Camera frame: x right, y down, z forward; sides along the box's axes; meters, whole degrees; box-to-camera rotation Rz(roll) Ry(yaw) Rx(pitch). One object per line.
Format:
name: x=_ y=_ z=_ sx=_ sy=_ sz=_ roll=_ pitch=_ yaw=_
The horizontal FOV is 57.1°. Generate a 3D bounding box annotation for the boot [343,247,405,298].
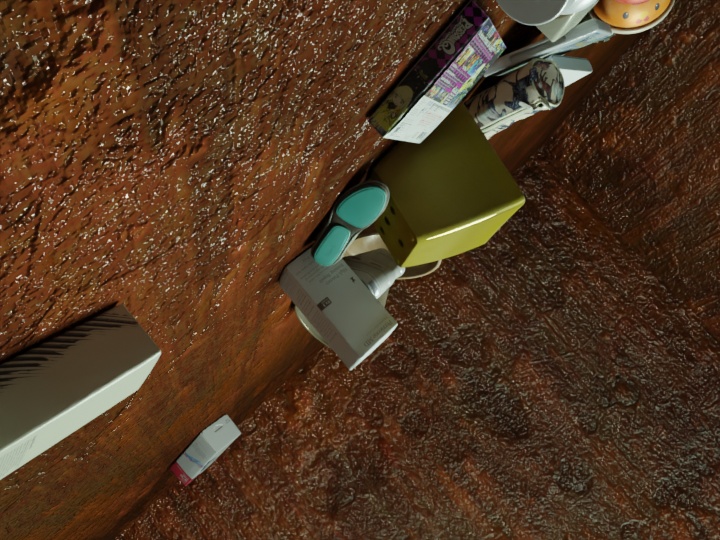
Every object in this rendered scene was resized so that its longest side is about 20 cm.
boot: x=0.000 y=0.000 z=1.234 sx=0.095 sy=0.075 sz=0.199 roll=-34 pitch=-151 yaw=-25

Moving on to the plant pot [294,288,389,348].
plant pot: x=-0.019 y=0.062 z=1.461 sx=0.175 sy=0.198 sz=0.200 roll=-57 pitch=-179 yaw=-30

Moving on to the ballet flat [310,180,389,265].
ballet flat: x=-0.019 y=-0.086 z=1.050 sx=0.200 sy=0.067 sz=0.064 roll=-48 pitch=-161 yaw=39

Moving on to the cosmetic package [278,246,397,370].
cosmetic package: x=-0.040 y=0.057 z=1.138 sx=0.101 sy=0.200 sz=0.074 roll=-38 pitch=171 yaw=-29

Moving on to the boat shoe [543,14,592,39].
boat shoe: x=0.407 y=-0.450 z=1.202 sx=0.200 sy=0.074 sz=0.062 roll=-47 pitch=145 yaw=-10

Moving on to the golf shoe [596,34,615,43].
golf shoe: x=0.526 y=-0.556 z=1.384 sx=0.200 sy=0.077 sz=0.089 roll=-44 pitch=154 yaw=-20

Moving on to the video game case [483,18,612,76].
video game case: x=0.306 y=-0.359 z=1.075 sx=0.180 sy=0.022 sz=0.199 roll=-15 pitch=-171 yaw=30

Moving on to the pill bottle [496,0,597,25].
pill bottle: x=0.224 y=-0.333 z=0.672 sx=0.199 sy=0.116 sz=0.116 roll=-39 pitch=172 yaw=-29

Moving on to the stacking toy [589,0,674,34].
stacking toy: x=0.439 y=-0.496 z=1.062 sx=0.146 sy=0.146 sz=0.200 roll=-43 pitch=155 yaw=1

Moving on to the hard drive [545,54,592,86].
hard drive: x=0.288 y=-0.315 z=1.164 sx=0.130 sy=0.027 sz=0.198 roll=-13 pitch=173 yaw=-43

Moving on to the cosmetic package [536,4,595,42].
cosmetic package: x=0.306 y=-0.411 z=0.867 sx=0.105 sy=0.071 sz=0.200 roll=-40 pitch=172 yaw=-31

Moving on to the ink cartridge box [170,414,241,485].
ink cartridge box: x=-0.497 y=0.576 z=2.125 sx=0.200 sy=0.086 sz=0.147 roll=-45 pitch=173 yaw=27

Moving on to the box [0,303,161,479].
box: x=-0.284 y=0.114 z=0.600 sx=0.082 sy=0.069 sz=0.199 roll=-47 pitch=173 yaw=37

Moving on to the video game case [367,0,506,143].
video game case: x=0.105 y=-0.244 z=0.856 sx=0.181 sy=0.036 sz=0.200 roll=-46 pitch=173 yaw=19

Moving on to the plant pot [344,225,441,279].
plant pot: x=0.060 y=-0.065 z=1.283 sx=0.201 sy=0.197 sz=0.095 roll=124 pitch=-26 yaw=-63

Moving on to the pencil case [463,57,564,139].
pencil case: x=0.229 y=-0.263 z=1.071 sx=0.199 sy=0.078 sz=0.090 roll=-22 pitch=-148 yaw=50

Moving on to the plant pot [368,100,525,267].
plant pot: x=0.112 y=-0.119 z=1.077 sx=0.174 sy=0.202 sz=0.200 roll=-29 pitch=170 yaw=-16
